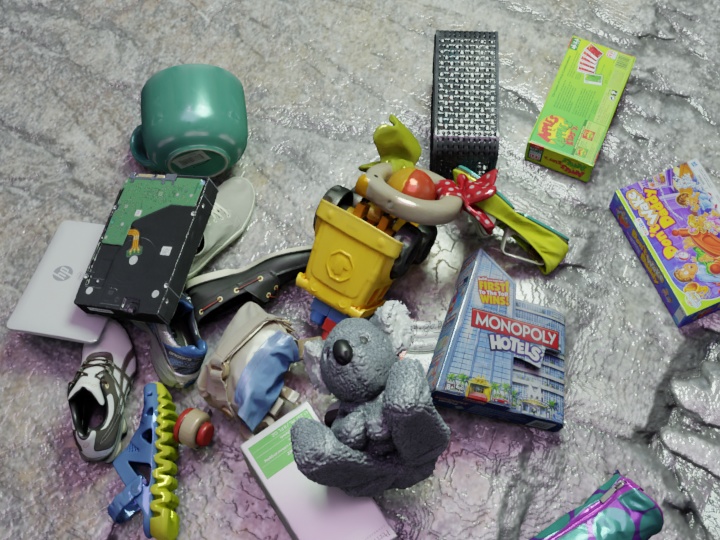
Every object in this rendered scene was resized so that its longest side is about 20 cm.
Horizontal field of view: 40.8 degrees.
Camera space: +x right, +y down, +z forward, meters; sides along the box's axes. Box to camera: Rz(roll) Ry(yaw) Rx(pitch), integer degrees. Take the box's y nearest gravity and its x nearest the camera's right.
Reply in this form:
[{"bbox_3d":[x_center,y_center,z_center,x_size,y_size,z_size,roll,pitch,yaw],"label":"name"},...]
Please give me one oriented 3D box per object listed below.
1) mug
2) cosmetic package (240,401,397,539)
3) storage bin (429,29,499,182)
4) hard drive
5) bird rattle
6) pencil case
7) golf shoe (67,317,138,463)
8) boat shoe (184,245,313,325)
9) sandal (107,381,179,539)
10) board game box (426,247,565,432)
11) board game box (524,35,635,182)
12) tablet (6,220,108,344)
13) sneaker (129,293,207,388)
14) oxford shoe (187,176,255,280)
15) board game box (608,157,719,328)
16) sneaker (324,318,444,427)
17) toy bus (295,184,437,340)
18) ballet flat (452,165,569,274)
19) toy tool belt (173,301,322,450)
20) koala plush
[{"bbox_3d":[-0.240,-0.194,1.381,0.149,0.185,0.117,2,65,-24],"label":"mug"},{"bbox_3d":[-0.051,0.279,1.183,0.107,0.085,0.201,-32,67,-15],"label":"cosmetic package"},{"bbox_3d":[0.146,-0.225,1.373,0.092,0.136,0.204,1,66,3],"label":"storage bin"},{"bbox_3d":[-0.278,-0.032,1.267,0.137,0.038,0.203,5,65,24],"label":"hard drive"},{"bbox_3d":[0.077,-0.095,1.229,0.199,0.114,0.163,36,34,15],"label":"bird rattle"},{"bbox_3d":[0.257,0.322,1.147,0.198,0.094,0.085,-31,27,-11],"label":"pencil case"},{"bbox_3d":[-0.335,0.142,1.251,0.076,0.095,0.204,-7,64,0],"label":"golf shoe"},{"bbox_3d":[-0.137,0.019,1.312,0.198,0.074,0.064,-19,73,-4],"label":"boat shoe"},{"bbox_3d":[-0.273,0.239,1.216,0.085,0.080,0.204,-4,64,5],"label":"sandal"},{"bbox_3d":[0.181,0.084,1.239,0.196,0.062,0.204,14,66,-16],"label":"board game box"},{"bbox_3d":[0.323,-0.239,1.422,0.100,0.048,0.203,21,68,12],"label":"board game box"},{"bbox_3d":[-0.386,0.011,1.323,0.127,0.014,0.202,8,48,6],"label":"tablet"},{"bbox_3d":[-0.258,0.050,1.283,0.076,0.085,0.201,-18,67,-46],"label":"sneaker"},{"bbox_3d":[-0.209,-0.067,1.345,0.074,0.058,0.201,25,53,16],"label":"oxford shoe"},{"bbox_3d":[0.450,-0.040,1.329,0.132,0.045,0.203,-21,67,-7],"label":"board game box"},{"bbox_3d":[0.036,0.129,1.255,0.197,0.067,0.110,-15,70,-10],"label":"sneaker"},{"bbox_3d":[0.000,0.000,1.281,0.134,0.200,0.195,27,105,14],"label":"toy bus"},{"bbox_3d":[0.196,-0.062,1.313,0.198,0.067,0.068,33,88,-12],"label":"ballet flat"},{"bbox_3d":[-0.139,0.150,1.225,0.121,0.125,0.202,22,69,21],"label":"toy tool belt"},{"bbox_3d":[0.007,0.142,1.139,0.175,0.184,0.202,-31,52,11],"label":"koala plush"}]
